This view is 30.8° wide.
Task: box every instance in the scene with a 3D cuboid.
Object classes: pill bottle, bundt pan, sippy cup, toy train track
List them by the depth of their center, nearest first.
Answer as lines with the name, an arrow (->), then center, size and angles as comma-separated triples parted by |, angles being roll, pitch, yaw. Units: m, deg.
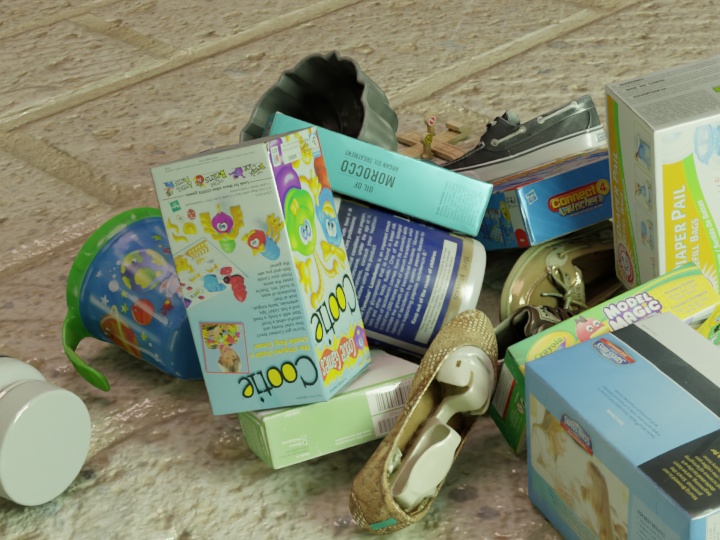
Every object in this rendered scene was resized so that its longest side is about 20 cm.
pill bottle -> -0.324, 0.116, 1.069 | 0.200, 0.113, 0.113 | 16, 36, 33
pill bottle -> 0.000, 0.000, 1.148 | 0.199, 0.116, 0.116 | 18, 30, -5
sippy cup -> -0.175, 0.030, 1.189 | 0.130, 0.178, 0.139 | 32, 11, 33
bundt pan -> -0.039, -0.110, 1.289 | 0.076, 0.202, 0.202 | 26, 7, -39
toy train track -> 0.052, -0.143, 1.532 | 0.200, 0.033, 0.115 | -29, 37, -32

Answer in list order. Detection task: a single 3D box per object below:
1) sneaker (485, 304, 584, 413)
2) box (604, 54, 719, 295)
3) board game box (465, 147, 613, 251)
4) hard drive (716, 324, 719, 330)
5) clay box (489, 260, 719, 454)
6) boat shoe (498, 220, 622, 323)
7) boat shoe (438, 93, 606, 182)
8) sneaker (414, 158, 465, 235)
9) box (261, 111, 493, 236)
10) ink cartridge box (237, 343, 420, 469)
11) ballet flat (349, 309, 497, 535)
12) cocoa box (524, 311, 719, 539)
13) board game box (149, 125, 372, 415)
sneaker -> 0.167, 0.064, 1.107 | 0.199, 0.076, 0.070 | -15, 31, -14
box -> 0.282, -0.064, 1.118 | 0.112, 0.201, 0.101 | -15, 32, -7
board game box -> 0.194, -0.073, 1.280 | 0.199, 0.056, 0.196 | -19, 5, -22
hard drive -> 0.374, 0.017, 1.194 | 0.200, 0.033, 0.139 | 22, 41, 39
clay box -> 0.203, 0.064, 1.035 | 0.200, 0.115, 0.048 | -24, 62, -17
boat shoe -> 0.200, 0.004, 1.208 | 0.063, 0.074, 0.200 | 16, 36, 38
boat shoe -> 0.163, -0.140, 1.421 | 0.199, 0.068, 0.072 | -17, 4, 22
sneaker -> 0.052, -0.080, 1.288 | 0.077, 0.086, 0.200 | 3, 38, -35
box -> 0.009, -0.084, 1.149 | 0.199, 0.049, 0.082 | 18, 2, -10
ink cartridge box -> -0.034, 0.107, 1.104 | 0.145, 0.048, 0.200 | -15, 7, -16
ballet flat -> 0.064, 0.114, 0.990 | 0.065, 0.070, 0.200 | -11, 45, 58
cocoa box -> 0.217, 0.143, 0.902 | 0.131, 0.134, 0.200 | -18, 32, -19
board game box -> -0.075, -0.001, 1.034 | 0.105, 0.201, 0.103 | -9, 9, 23
